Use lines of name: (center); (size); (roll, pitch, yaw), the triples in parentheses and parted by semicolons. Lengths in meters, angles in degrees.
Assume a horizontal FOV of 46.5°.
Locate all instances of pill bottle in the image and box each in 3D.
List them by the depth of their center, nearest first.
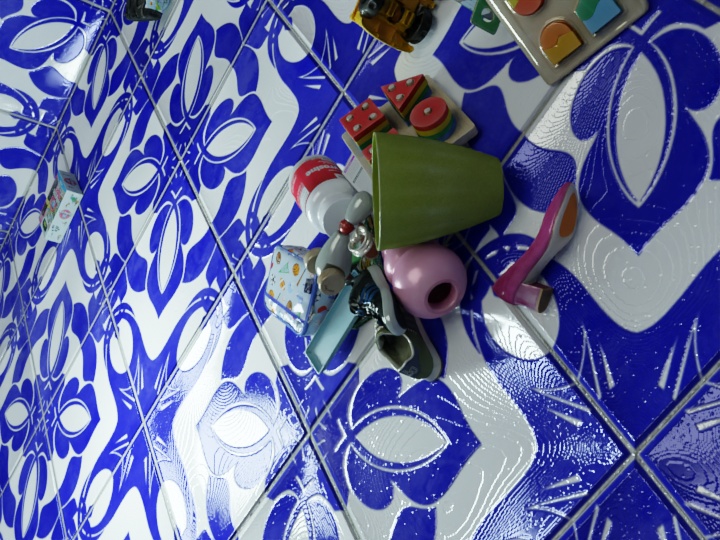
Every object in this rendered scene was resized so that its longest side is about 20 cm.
pill bottle: (-0.063, -0.139, 1.619); (0.113, 0.112, 0.200); (-61, 31, 16)

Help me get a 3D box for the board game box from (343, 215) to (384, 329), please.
board game box: (0.000, 0.000, 1.592); (0.105, 0.023, 0.202); (-38, 52, 40)

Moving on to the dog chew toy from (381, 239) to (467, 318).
dog chew toy: (0.096, -0.007, 1.409); (0.125, 0.124, 0.200); (-60, 33, 18)

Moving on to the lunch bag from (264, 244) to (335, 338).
lunch bag: (-0.121, 0.043, 1.675); (0.200, 0.075, 0.162); (32, 111, 53)

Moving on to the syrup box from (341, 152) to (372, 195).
syrup box: (0.052, -0.156, 1.535); (0.082, 0.078, 0.200); (-58, 41, 20)

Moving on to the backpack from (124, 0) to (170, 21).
backpack: (-0.649, -0.875, 2.582); (0.163, 0.153, 0.202); (17, 113, 53)

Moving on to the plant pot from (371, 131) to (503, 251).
plant pot: (0.122, -0.128, 1.338); (0.187, 0.198, 0.189); (178, 90, -88)

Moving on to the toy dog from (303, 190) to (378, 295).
toy dog: (-0.015, -0.040, 1.500); (0.200, 0.096, 0.133); (-40, 48, 38)

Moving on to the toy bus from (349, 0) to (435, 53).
toy bus: (0.067, -0.542, 1.622); (0.201, 0.135, 0.192); (-63, 25, 11)

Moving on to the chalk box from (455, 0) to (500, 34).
chalk box: (0.231, -0.501, 1.398); (0.123, 0.124, 0.202); (5, 83, 51)

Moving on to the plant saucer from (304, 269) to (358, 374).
plant saucer: (-0.040, 0.099, 1.579); (0.201, 0.019, 0.070); (-58, 42, 19)

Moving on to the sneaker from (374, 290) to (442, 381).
sneaker: (0.058, 0.103, 1.423); (0.067, 0.089, 0.201); (-53, 50, 25)

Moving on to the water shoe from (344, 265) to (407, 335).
water shoe: (0.023, 0.062, 1.395); (0.078, 0.072, 0.200); (-26, 24, 3)

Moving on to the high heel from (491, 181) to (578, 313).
high heel: (0.261, -0.042, 1.259); (0.096, 0.067, 0.202); (25, 110, 40)

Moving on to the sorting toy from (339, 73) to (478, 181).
sorting toy: (0.072, -0.258, 1.480); (0.198, 0.070, 0.201); (-35, 45, 4)

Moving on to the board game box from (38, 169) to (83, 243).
board game box: (-1.031, -0.220, 2.876); (0.201, 0.064, 0.148); (-58, 42, 18)

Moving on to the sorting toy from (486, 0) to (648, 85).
sorting toy: (0.304, -0.408, 1.269); (0.200, 0.036, 0.186); (-36, 91, 40)
